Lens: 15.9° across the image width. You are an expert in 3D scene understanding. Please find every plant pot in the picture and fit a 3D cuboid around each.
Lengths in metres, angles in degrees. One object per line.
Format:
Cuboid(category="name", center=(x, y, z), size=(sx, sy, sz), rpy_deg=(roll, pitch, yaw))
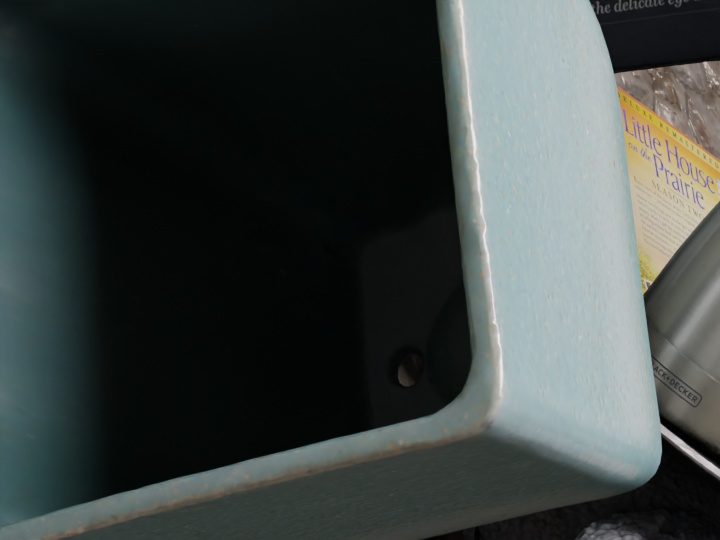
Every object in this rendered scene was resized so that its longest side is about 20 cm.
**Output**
Cuboid(category="plant pot", center=(0.000, 0.000, 0.833), size=(0.200, 0.195, 0.197), rpy_deg=(26, 53, -54))

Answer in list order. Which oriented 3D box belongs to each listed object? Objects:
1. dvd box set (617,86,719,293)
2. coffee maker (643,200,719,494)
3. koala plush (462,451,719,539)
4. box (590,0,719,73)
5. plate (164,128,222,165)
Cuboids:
Cuboid(category="dvd box set", center=(0.162, 0.023, 1.244), size=(0.146, 0.029, 0.201), rpy_deg=(30, 45, -44))
Cuboid(category="coffee maker", center=(0.190, -0.016, 0.938), size=(0.135, 0.200, 0.192), rpy_deg=(35, 12, 11))
Cuboid(category="koala plush", center=(0.098, 0.120, 0.948), size=(0.177, 0.184, 0.200), rpy_deg=(37, 27, -38))
Cuboid(category="box", center=(0.107, -0.187, 1.025), size=(0.117, 0.196, 0.201), rpy_deg=(-35, 115, -52))
Cuboid(category="plate", center=(-0.046, -0.109, 0.960), size=(0.200, 0.026, 0.201), rpy_deg=(9, 78, -47))
